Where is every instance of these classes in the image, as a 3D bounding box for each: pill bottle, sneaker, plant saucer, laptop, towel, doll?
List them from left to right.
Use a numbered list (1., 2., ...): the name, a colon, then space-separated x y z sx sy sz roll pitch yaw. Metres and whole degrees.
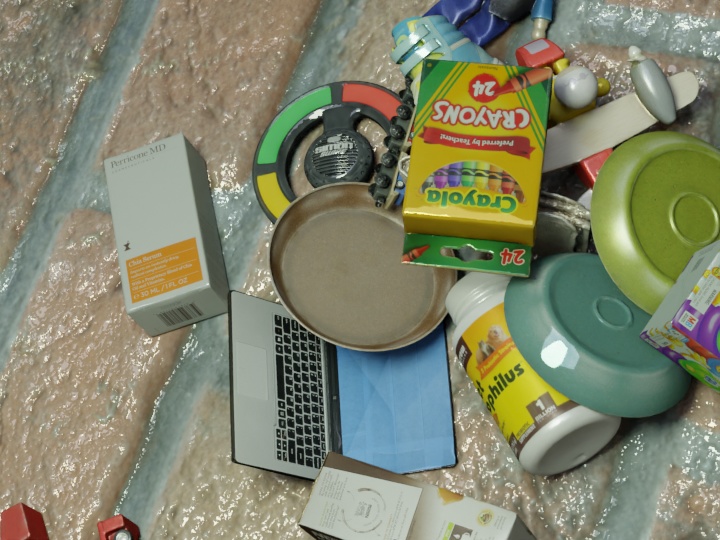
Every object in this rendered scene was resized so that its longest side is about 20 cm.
1. laptop: -0.021 0.108 1.651 0.116 0.200 0.188 -31 53 41
2. plant saucer: 0.000 0.000 1.690 0.200 0.032 0.201 6 60 -11
3. sneaker: 0.069 -0.192 1.716 0.080 0.131 0.200 -41 11 40
4. towel: 0.137 -0.058 1.646 0.200 0.133 0.035 17 75 12
5. doll: 0.157 -0.303 1.822 0.200 0.048 0.137 -39 70 -3
6. pill bottle: 0.162 0.092 1.598 0.109 0.109 0.200 -31 60 2
7. plant saucer: 0.236 0.050 1.568 0.200 0.036 0.200 13 46 -14
8. plant saucer: 0.319 -0.046 1.591 0.200 0.031 0.201 6 73 -19

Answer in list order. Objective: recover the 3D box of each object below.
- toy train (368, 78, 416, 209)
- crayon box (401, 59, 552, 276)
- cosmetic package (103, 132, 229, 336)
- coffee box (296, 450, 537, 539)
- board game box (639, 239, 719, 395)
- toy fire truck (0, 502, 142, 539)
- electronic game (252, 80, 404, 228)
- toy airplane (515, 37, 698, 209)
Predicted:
1. toy train: 0.051 -0.145 1.752 0.046 0.034 0.200 22 57 -7
2. crayon box: 0.111 -0.099 1.558 0.127 0.051 0.200 5 69 7
3. cosmetic package: -0.214 -0.040 1.806 0.101 0.071 0.200 -19 61 9
4. coffee box: 0.056 0.250 1.555 0.200 0.114 0.080 16 72 23
5. board game box: 0.375 0.073 1.495 0.200 0.105 0.103 36 79 0
6. toy fire truck: -0.284 0.319 1.671 0.141 0.049 0.200 -23 62 7
7. electronic game: -0.024 -0.120 1.798 0.199 0.042 0.200 -7 63 15
8. toy airplane: 0.224 -0.147 1.666 0.199 0.141 0.200 17 64 17
